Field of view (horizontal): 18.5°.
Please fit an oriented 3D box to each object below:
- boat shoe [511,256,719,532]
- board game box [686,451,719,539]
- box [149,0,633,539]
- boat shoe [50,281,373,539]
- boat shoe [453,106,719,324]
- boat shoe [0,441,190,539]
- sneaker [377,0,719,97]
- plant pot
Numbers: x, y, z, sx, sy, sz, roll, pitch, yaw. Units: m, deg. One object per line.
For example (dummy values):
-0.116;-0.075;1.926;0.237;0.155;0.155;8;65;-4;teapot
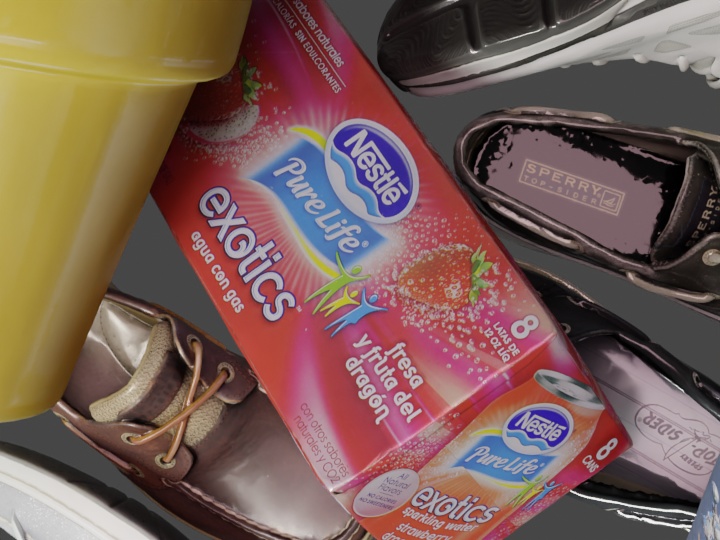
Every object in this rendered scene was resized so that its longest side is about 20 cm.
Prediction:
0.079;0.047;0.844;0.199;0.066;0.075;33;92;8;boat shoe
0.185;0.079;0.742;0.135;0.200;0.035;-6;67;0;board game box
0.000;0.000;0.801;0.095;0.100;0.200;-35;55;2;box
-0.081;0.049;0.859;0.200;0.072;0.072;37;91;7;boat shoe
0.130;-0.016;0.844;0.200;0.064;0.071;14;88;7;boat shoe
-0.077;0.139;0.854;0.202;0.074;0.065;38;87;1;boat shoe
0.114;-0.085;0.831;0.200;0.115;0.076;-19;42;18;sneaker
-0.144;-0.057;0.741;0.200;0.201;0.189;13;101;7;plant pot
